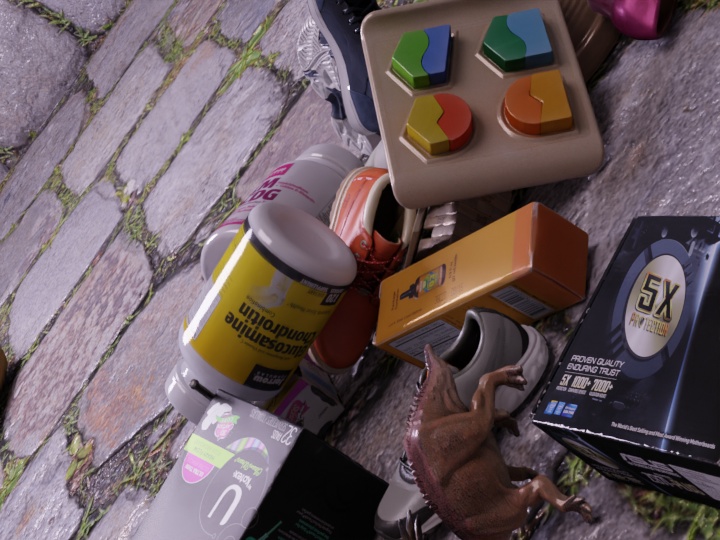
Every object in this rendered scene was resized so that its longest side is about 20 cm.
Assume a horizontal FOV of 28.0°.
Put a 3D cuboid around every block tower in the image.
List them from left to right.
[{"bbox_3d":[0.105,-0.086,1.300,0.058,0.054,0.202,-7,63,58],"label":"block tower"}]

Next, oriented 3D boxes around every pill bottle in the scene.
[{"bbox_3d":[-0.096,0.046,1.310,0.201,0.111,0.112,-57,22,21],"label":"pill bottle"},{"bbox_3d":[-0.069,-0.042,1.480,0.113,0.114,0.200,-32,12,41],"label":"pill bottle"}]

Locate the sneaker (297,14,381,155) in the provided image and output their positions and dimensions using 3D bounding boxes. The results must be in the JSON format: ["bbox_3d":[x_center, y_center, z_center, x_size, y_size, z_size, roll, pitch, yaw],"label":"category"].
[{"bbox_3d":[0.011,-0.234,1.570,0.079,0.200,0.130,21,63,39],"label":"sneaker"}]

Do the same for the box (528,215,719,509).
[{"bbox_3d":[0.222,0.056,0.899,0.165,0.086,0.200,-60,24,-12],"label":"box"}]

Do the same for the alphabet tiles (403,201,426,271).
[{"bbox_3d":[0.061,-0.062,1.338,0.168,0.007,0.201,100,-174,-54],"label":"alphabet tiles"}]

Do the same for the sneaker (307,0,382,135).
[{"bbox_3d":[0.027,-0.235,1.421,0.077,0.204,0.146,-30,19,-31],"label":"sneaker"}]

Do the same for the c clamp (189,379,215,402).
[{"bbox_3d":[-0.142,0.213,1.284,0.027,0.171,0.201,18,80,42],"label":"c clamp"}]

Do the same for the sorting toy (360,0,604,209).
[{"bbox_3d":[0.103,-0.161,1.257,0.183,0.037,0.202,-11,62,0],"label":"sorting toy"}]

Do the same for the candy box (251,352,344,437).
[{"bbox_3d":[-0.099,0.128,1.432,0.137,0.061,0.200,-51,25,8],"label":"candy box"}]

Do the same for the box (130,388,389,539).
[{"bbox_3d":[-0.093,0.226,1.198,0.148,0.124,0.201,15,72,55],"label":"box"}]

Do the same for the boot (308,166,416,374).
[{"bbox_3d":[0.000,0.000,1.342,0.107,0.074,0.202,-172,95,-70],"label":"boot"}]

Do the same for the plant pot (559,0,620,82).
[{"bbox_3d":[0.161,-0.244,1.392,0.201,0.092,0.202,-42,26,26],"label":"plant pot"}]

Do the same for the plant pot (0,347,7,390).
[{"bbox_3d":[-0.643,0.191,2.246,0.186,0.186,0.201,-32,19,41],"label":"plant pot"}]

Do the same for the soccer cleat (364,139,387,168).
[{"bbox_3d":[0.024,-0.075,1.469,0.077,0.069,0.201,-30,27,52],"label":"soccer cleat"}]

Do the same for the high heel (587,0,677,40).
[{"bbox_3d":[0.291,-0.289,1.267,0.201,0.067,0.096,-54,41,7],"label":"high heel"}]

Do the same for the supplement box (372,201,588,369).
[{"bbox_3d":[0.096,0.017,1.200,0.199,0.068,0.067,-26,46,44],"label":"supplement box"}]

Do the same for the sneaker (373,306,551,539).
[{"bbox_3d":[0.064,0.118,1.124,0.201,0.079,0.074,-58,26,-4],"label":"sneaker"}]

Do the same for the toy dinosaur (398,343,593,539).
[{"bbox_3d":[0.066,0.146,1.000,0.134,0.201,0.086,-21,-12,-16],"label":"toy dinosaur"}]
